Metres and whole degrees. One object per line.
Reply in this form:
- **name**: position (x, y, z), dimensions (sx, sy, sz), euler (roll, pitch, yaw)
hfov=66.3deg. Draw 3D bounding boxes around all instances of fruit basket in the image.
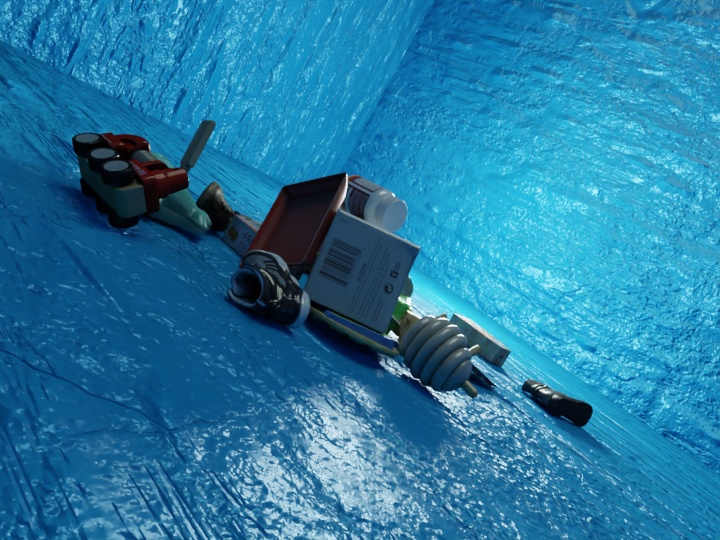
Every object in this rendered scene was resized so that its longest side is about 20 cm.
- **fruit basket**: position (0.109, 0.135, 1.243), dimensions (0.200, 0.094, 0.185), euler (47, 7, 0)

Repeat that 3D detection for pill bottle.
- **pill bottle**: position (0.030, -0.182, 1.516), dimensions (0.199, 0.111, 0.109), euler (34, 8, 41)

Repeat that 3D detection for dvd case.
- **dvd case**: position (0.236, 0.205, 1.351), dimensions (0.149, 0.016, 0.200), euler (43, -1, -34)

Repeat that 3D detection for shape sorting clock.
- **shape sorting clock**: position (-0.018, 0.107, 1.005), dimensions (0.197, 0.040, 0.200), euler (24, 0, 0)

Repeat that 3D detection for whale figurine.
- **whale figurine**: position (-0.364, -0.148, 1.042), dimensions (0.198, 0.105, 0.159), euler (32, 7, -9)

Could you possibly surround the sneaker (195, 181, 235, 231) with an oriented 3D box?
- **sneaker**: position (-0.297, -0.130, 1.175), dimensions (0.075, 0.071, 0.200), euler (36, -9, -5)

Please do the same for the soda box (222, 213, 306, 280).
- **soda box**: position (-0.201, -0.040, 1.146), dimensions (0.199, 0.064, 0.068), euler (37, 10, 34)

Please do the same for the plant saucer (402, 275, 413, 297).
- **plant saucer**: position (0.031, 0.038, 1.362), dimensions (0.197, 0.051, 0.202), euler (16, -34, 11)

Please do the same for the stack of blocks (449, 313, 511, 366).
- **stack of blocks**: position (0.379, 0.221, 1.754), dimensions (0.114, 0.059, 0.199), euler (23, 11, -48)

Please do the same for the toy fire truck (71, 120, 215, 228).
- **toy fire truck**: position (-0.344, -0.182, 0.906), dimensions (0.198, 0.130, 0.175), euler (-23, 45, -37)

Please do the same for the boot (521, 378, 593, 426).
- **boot**: position (0.548, 0.358, 1.534), dimensions (0.199, 0.070, 0.131), euler (31, 1, -33)

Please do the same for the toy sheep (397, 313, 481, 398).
- **toy sheep**: position (0.145, 0.154, 1.017), dimensions (0.200, 0.139, 0.137), euler (41, 12, 30)

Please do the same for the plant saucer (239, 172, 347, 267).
- **plant saucer**: position (-0.119, -0.083, 1.035), dimensions (0.198, 0.202, 0.037), euler (-2, -34, 45)

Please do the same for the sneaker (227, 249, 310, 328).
- **sneaker**: position (-0.167, 0.012, 0.891), dimensions (0.113, 0.076, 0.200), euler (27, 11, -46)

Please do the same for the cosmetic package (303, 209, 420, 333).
- **cosmetic package**: position (0.000, 0.000, 1.050), dimensions (0.164, 0.170, 0.200), euler (23, 1, -1)

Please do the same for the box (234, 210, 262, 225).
- **box**: position (-0.225, -0.071, 1.331), dimensions (0.136, 0.040, 0.200), euler (26, 9, -39)

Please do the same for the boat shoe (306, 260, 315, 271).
- **boat shoe**: position (-0.080, -0.001, 1.355), dimensions (0.198, 0.073, 0.072), euler (28, 7, 24)
